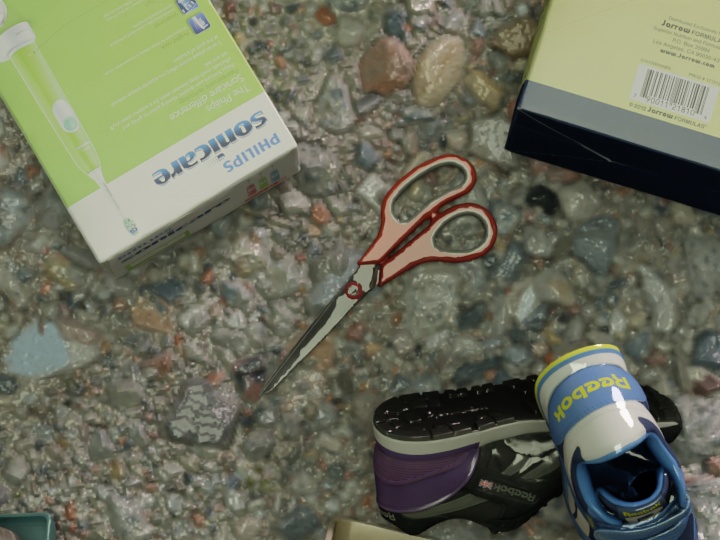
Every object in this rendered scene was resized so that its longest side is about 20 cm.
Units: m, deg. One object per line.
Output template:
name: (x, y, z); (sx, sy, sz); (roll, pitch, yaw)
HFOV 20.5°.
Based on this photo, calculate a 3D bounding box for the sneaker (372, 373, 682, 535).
sneaker: (0.105, 0.120, 1.271); (0.200, 0.076, 0.088); (-5, 114, -9)

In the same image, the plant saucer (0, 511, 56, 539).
plant saucer: (-0.224, 0.253, 1.250); (0.070, 0.019, 0.200); (-5, 75, 29)

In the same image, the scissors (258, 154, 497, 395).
scissors: (0.000, 0.000, 1.306); (0.200, 0.014, 0.073); (-34, 86, -3)

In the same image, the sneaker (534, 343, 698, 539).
sneaker: (0.162, 0.137, 1.207); (0.074, 0.200, 0.082); (-29, 40, 2)

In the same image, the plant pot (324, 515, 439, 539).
plant pot: (0.053, 0.271, 1.189); (0.199, 0.200, 0.177); (14, 95, 2)

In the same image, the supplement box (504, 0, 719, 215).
supplement box: (0.215, -0.153, 1.260); (0.200, 0.134, 0.200); (17, 83, 3)

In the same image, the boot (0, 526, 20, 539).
boot: (-0.320, 0.194, 1.204); (0.174, 0.069, 0.200); (32, 91, -32)

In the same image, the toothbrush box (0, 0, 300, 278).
toothbrush box: (-0.150, -0.119, 1.283); (0.146, 0.086, 0.200); (-31, 83, -4)
